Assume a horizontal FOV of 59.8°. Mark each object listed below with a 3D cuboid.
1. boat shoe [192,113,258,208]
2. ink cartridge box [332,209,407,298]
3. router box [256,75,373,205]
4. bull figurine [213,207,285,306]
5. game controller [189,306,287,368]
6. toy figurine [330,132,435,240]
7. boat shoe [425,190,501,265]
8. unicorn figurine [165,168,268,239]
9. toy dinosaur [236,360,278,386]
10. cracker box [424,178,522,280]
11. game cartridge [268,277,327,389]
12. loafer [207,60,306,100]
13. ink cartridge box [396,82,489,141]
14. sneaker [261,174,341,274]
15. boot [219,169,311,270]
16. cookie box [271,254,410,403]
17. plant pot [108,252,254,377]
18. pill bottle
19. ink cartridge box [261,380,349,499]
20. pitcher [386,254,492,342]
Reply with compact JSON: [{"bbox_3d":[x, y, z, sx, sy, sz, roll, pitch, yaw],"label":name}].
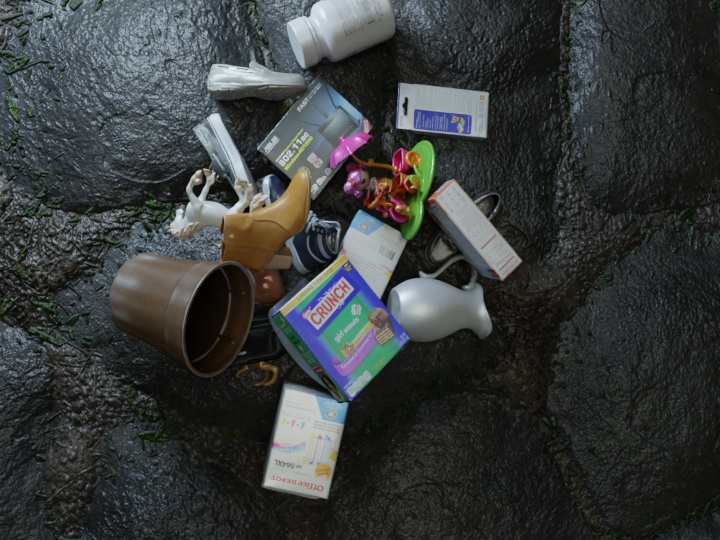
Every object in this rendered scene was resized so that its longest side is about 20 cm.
[{"bbox_3d":[-0.262,-0.203,1.221,0.070,0.072,0.203,-27,81,0],"label":"boat shoe"},{"bbox_3d":[0.000,0.000,1.242,0.113,0.068,0.203,27,83,-6],"label":"ink cartridge box"},{"bbox_3d":[-0.089,-0.257,1.244,0.149,0.062,0.201,39,83,-3],"label":"router box"},{"bbox_3d":[-0.211,-0.025,1.216,0.119,0.065,0.205,-16,84,-1],"label":"bull figurine"},{"bbox_3d":[-0.236,0.132,1.198,0.195,0.042,0.107,-10,68,-2],"label":"game controller"},{"bbox_3d":[0.027,-0.175,1.186,0.180,0.150,0.205,14,69,-22],"label":"toy figurine"},{"bbox_3d":[0.210,-0.091,1.281,0.200,0.057,0.067,-44,94,-8],"label":"boat shoe"},{"bbox_3d":[-0.279,-0.113,1.161,0.195,0.074,0.141,16,103,8],"label":"unicorn figurine"},{"bbox_3d":[-0.183,0.164,1.212,0.195,0.060,0.109,-12,88,-9],"label":"toy dinosaur"},{"bbox_3d":[0.207,-0.076,1.193,0.058,0.134,0.201,-41,97,-2],"label":"cracker box"},{"bbox_3d":[-0.083,0.126,1.206,0.201,0.041,0.133,50,42,-4],"label":"game cartridge"},{"bbox_3d":[-0.202,-0.375,1.224,0.194,0.070,0.072,1,80,0],"label":"loafer"},{"bbox_3d":[0.168,-0.328,1.298,0.195,0.037,0.097,4,88,-10],"label":"ink cartridge box"},{"bbox_3d":[-0.109,-0.103,1.207,0.107,0.070,0.204,-20,97,30],"label":"sneaker"},{"bbox_3d":[-0.175,-0.092,1.122,0.141,0.071,0.205,6,114,-28],"label":"boot"},{"bbox_3d":[-0.035,0.105,1.134,0.171,0.075,0.201,-41,92,-27],"label":"cookie box"},{"bbox_3d":[-0.322,0.063,1.116,0.194,0.200,0.205,14,85,24],"label":"plant pot"},{"bbox_3d":[-0.040,-0.480,1.235,0.197,0.114,0.116,-26,91,-8],"label":"pill bottle"},{"bbox_3d":[-0.107,0.327,1.182,0.125,0.125,0.205,13,85,-7],"label":"ink cartridge box"},{"bbox_3d":[0.153,0.052,1.245,0.195,0.121,0.176,0,74,-19],"label":"pitcher"}]
